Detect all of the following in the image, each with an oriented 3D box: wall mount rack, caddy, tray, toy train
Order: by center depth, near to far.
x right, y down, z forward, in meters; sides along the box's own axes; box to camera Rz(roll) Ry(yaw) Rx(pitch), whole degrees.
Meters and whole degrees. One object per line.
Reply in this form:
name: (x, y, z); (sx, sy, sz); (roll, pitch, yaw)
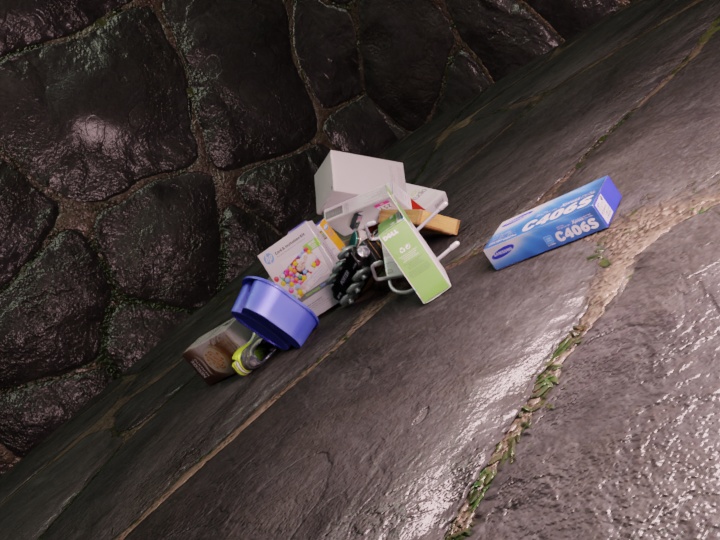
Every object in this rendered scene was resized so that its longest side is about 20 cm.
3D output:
wall mount rack: (0.101, -0.053, 1.279); (0.173, 0.075, 0.200); (-12, 47, 5)
toy train: (0.000, 0.000, 1.409); (0.114, 0.085, 0.200); (-25, -21, -30)
caddy: (-0.187, 0.089, 1.447); (0.141, 0.200, 0.105); (-15, 41, 55)
tray: (0.126, -0.108, 1.453); (0.200, 0.098, 0.037); (11, 88, 67)

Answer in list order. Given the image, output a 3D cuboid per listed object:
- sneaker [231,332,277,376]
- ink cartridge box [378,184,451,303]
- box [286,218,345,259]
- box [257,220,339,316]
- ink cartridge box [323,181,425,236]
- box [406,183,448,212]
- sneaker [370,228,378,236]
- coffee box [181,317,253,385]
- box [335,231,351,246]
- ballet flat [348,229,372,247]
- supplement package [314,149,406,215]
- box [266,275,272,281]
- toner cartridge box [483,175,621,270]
sneaker: (-0.223, 0.170, 1.551); (0.081, 0.074, 0.200); (-19, 28, 38)
ink cartridge box: (0.079, -0.048, 1.154); (0.059, 0.200, 0.104); (-33, 12, 10)
box: (-0.090, -0.034, 1.591); (0.119, 0.200, 0.041); (-29, 14, 30)
box: (-0.127, 0.007, 1.537); (0.156, 0.200, 0.041); (-32, -2, 19)
ink cartridge box: (0.038, -0.133, 1.596); (0.200, 0.173, 0.044); (-20, 60, 28)
box: (0.114, -0.176, 1.742); (0.144, 0.036, 0.200); (-43, 38, -25)
sneaker: (0.068, -0.069, 1.537); (0.079, 0.089, 0.200); (-37, 10, -3)
coffee box: (-0.341, 0.202, 1.636); (0.200, 0.114, 0.080); (-29, 15, 39)
box: (-0.051, -0.085, 1.756); (0.200, 0.095, 0.078); (-23, -36, -40)
ballet flat: (-0.013, -0.031, 1.662); (0.069, 0.069, 0.200); (-47, -8, -40)
supplement package: (0.000, -0.206, 1.623); (0.121, 0.200, 0.120); (135, 135, -55)
box: (-0.271, 0.058, 2.088); (0.082, 0.068, 0.200); (-32, 13, 23)
toner cartridge box: (0.293, -0.071, 1.005); (0.200, 0.043, 0.095); (-26, 15, 45)
